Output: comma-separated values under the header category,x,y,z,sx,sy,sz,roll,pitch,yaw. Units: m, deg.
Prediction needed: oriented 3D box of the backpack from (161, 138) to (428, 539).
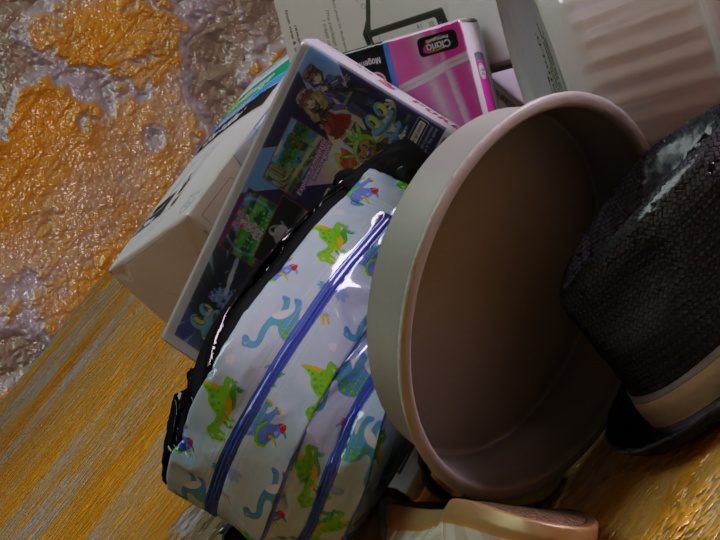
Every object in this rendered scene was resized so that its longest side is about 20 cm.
category,x,y,z,sx,sy,sz,roll,pitch,yaw
backpack,-0.021,0.053,1.429,0.200,0.154,0.163,-31,-21,-44

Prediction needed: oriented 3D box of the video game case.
category,x,y,z,sx,sy,sz,roll,pitch,yaw
video game case,0.000,0.000,1.557,0.023,0.182,0.201,-12,-48,-63

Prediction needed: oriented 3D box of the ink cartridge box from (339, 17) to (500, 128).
category,x,y,z,sx,sy,sz,roll,pitch,yaw
ink cartridge box,0.043,-0.035,1.565,0.094,0.201,0.037,-14,1,23

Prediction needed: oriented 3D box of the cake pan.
category,x,y,z,sx,sy,sz,roll,pitch,yaw
cake pan,0.074,0.010,1.329,0.037,0.201,0.201,18,61,40

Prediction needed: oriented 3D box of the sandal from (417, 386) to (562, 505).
category,x,y,z,sx,sy,sz,roll,pitch,yaw
sandal,0.084,0.054,1.459,0.087,0.079,0.200,-42,10,50

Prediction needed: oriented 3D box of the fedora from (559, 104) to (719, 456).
category,x,y,z,sx,sy,sz,roll,pitch,yaw
fedora,0.163,-0.011,1.306,0.201,0.092,0.201,-46,10,10

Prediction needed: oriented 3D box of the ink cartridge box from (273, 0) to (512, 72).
category,x,y,z,sx,sy,sz,roll,pitch,yaw
ink cartridge box,0.071,-0.160,1.658,0.199,0.085,0.146,-13,3,45

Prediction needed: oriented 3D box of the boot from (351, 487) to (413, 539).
category,x,y,z,sx,sy,sz,roll,pitch,yaw
boot,-0.046,0.211,1.430,0.200,0.066,0.175,-45,10,13

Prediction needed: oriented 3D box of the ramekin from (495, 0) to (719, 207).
category,x,y,z,sx,sy,sz,roll,pitch,yaw
ramekin,0.137,-0.111,1.444,0.094,0.203,0.202,-19,9,-5

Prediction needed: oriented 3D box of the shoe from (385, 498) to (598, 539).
category,x,y,z,sx,sy,sz,roll,pitch,yaw
shoe,0.061,0.137,1.311,0.200,0.070,0.054,166,110,-74

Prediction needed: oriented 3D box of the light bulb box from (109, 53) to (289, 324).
category,x,y,z,sx,sy,sz,roll,pitch,yaw
light bulb box,-0.022,-0.021,1.827,0.125,0.198,0.200,-30,22,55

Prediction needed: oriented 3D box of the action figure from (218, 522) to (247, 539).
category,x,y,z,sx,sy,sz,roll,pitch,yaw
action figure,-0.035,0.095,1.666,0.102,0.119,0.201,-11,43,11

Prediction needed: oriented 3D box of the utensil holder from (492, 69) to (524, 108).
category,x,y,z,sx,sy,sz,roll,pitch,yaw
utensil holder,0.150,-0.190,1.849,0.200,0.170,0.170,-51,10,-3
